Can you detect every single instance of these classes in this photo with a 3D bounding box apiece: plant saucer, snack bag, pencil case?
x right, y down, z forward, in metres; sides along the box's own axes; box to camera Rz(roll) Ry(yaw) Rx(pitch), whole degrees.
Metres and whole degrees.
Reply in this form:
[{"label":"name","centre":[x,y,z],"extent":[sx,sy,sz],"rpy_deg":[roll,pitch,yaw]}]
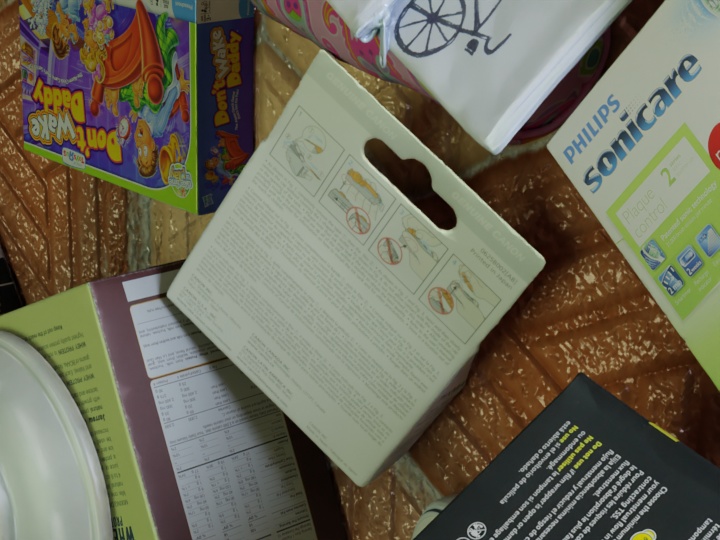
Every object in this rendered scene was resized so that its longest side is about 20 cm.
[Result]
[{"label":"plant saucer","centre":[-0.225,0.138,0.974],"extent":[0.200,0.050,0.201],"rpy_deg":[18,114,46]},{"label":"snack bag","centre":[0.060,-0.170,0.706],"extent":[0.189,0.021,0.200],"rpy_deg":[-47,55,14]},{"label":"pencil case","centre":[0.026,-0.133,0.787],"extent":[0.200,0.087,0.088],"rpy_deg":[34,125,40]}]

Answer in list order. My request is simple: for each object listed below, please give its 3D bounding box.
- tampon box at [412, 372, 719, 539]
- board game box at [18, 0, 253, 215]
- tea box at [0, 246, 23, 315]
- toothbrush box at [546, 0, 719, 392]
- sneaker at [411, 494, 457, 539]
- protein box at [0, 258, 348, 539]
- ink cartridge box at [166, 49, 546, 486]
[{"label":"tampon box","centre":[0.136,0.171,0.674],"extent":[0.200,0.126,0.150],"rpy_deg":[36,161,36]},{"label":"board game box","centre":[-0.146,-0.125,1.017],"extent":[0.200,0.045,0.135],"rpy_deg":[20,116,44]},{"label":"tea box","centre":[-0.361,0.078,1.207],"extent":[0.134,0.200,0.197],"rpy_deg":[-33,75,48]},{"label":"toothbrush box","centre":[0.190,-0.024,0.629],"extent":[0.200,0.086,0.146],"rpy_deg":[59,137,21]},{"label":"sneaker","centre":[0.032,0.220,0.894],"extent":[0.073,0.071,0.201],"rpy_deg":[31,123,40]},{"label":"protein box","centre":[-0.139,0.109,1.009],"extent":[0.198,0.135,0.201],"rpy_deg":[-18,87,49]},{"label":"ink cartridge box","centre":[0.000,0.000,0.857],"extent":[0.163,0.057,0.200],"rpy_deg":[44,125,10]}]
